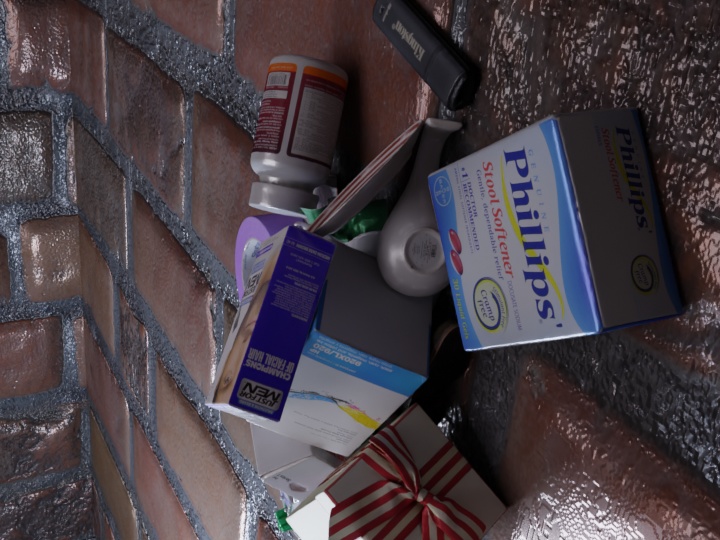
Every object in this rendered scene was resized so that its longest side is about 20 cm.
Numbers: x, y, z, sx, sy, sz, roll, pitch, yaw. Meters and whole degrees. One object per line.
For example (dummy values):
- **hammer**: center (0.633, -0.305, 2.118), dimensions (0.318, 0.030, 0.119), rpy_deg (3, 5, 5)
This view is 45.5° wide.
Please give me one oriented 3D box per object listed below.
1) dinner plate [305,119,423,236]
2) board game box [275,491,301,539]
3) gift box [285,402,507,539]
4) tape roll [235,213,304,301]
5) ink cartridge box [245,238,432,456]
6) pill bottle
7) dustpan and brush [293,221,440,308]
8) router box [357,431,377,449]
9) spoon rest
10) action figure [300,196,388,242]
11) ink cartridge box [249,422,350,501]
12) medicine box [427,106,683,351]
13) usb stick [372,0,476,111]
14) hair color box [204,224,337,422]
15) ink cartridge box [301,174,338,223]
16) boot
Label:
- **dinner plate**: center (0.005, -0.097, 0.991), dimensions (0.024, 0.200, 0.200), rpy_deg (43, 150, -8)
- **board game box**: center (-0.113, 0.354, 1.373), dimensions (0.200, 0.026, 0.201), rpy_deg (-169, 66, -67)
- **gift box**: center (0.037, 0.293, 0.990), dimensions (0.185, 0.200, 0.187), rpy_deg (44, 145, 3)
- **tape roll**: center (-0.124, 0.015, 1.285), dimensions (0.200, 0.065, 0.201), rpy_deg (28, 122, 59)
- **ink cartridge box**: center (-0.026, 0.097, 1.020), dimensions (0.200, 0.144, 0.148), rpy_deg (-52, 22, 41)
- **pill bottle**: center (-0.086, -0.176, 1.147), dimensions (0.109, 0.109, 0.201), rpy_deg (10, 88, 60)
- **dustpan and brush**: center (0.004, -0.010, 1.071), dimensions (0.057, 0.199, 0.140), rpy_deg (-70, 0, -48)
- **router box**: center (-0.019, 0.315, 1.271), dimensions (0.150, 0.062, 0.200), rpy_deg (65, 148, 28)
- **spoon rest**: center (0.075, -0.070, 0.976), dimensions (0.061, 0.099, 0.201), rpy_deg (-145, 64, -79)
- **action figure**: center (0.000, 0.000, 1.132), dimensions (0.118, 0.055, 0.201), rpy_deg (-1, 115, 25)
- **ink cartridge box**: center (-0.084, 0.192, 1.156), dimensions (0.145, 0.084, 0.201), rpy_deg (47, -157, -54)
- **medicine box**: center (0.169, -0.030, 0.786), dimensions (0.200, 0.103, 0.183), rpy_deg (-20, 80, 62)
- **usb stick**: center (0.069, -0.255, 0.974), dimensions (0.200, 0.032, 0.056), rpy_deg (58, 145, 36)
- **hair color box**: center (-0.099, 0.060, 0.933), dimensions (0.109, 0.065, 0.201), rpy_deg (-21, 51, 66)
- **ink cartridge box**: center (-0.053, -0.037, 1.247), dimensions (0.176, 0.045, 0.201), rpy_deg (25, 120, 58)
- **boot**: center (0.069, 0.109, 1.038), dimensions (0.097, 0.074, 0.201), rpy_deg (55, 144, 34)
